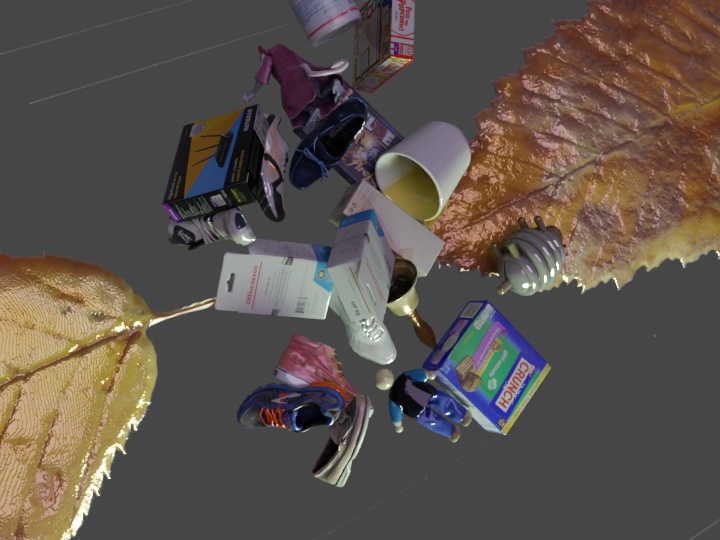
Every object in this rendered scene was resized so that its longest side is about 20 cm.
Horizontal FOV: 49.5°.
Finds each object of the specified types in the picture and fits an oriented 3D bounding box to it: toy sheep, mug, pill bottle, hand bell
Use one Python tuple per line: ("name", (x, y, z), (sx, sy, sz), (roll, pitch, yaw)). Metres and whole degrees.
("toy sheep", (0.329, -0.021, 1.536), (0.199, 0.138, 0.139), (-39, 99, -22))
("mug", (0.122, -0.189, 1.460), (0.149, 0.187, 0.153), (40, 59, 4))
("pill bottle", (-0.090, -0.524, 1.427), (0.108, 0.109, 0.202), (-31, 96, -19))
("hand bell", (0.096, 0.082, 1.454), (0.104, 0.104, 0.201), (-48, 132, -16))

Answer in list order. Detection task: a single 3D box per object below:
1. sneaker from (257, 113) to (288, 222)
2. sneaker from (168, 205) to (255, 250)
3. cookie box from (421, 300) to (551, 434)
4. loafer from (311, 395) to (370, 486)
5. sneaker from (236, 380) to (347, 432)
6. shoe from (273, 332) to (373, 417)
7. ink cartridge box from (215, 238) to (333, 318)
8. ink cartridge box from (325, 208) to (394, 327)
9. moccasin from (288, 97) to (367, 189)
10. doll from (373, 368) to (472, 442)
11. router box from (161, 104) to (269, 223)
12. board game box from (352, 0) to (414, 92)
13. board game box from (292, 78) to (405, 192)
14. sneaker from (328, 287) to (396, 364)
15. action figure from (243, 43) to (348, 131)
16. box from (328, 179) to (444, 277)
("sneaker", (-0.157, -0.188, 1.399), (0.079, 0.074, 0.203), (-13, 91, -22))
("sneaker", (-0.256, -0.068, 1.299), (0.129, 0.199, 0.080), (-30, 124, -8))
("cookie box", (0.246, 0.187, 1.513), (0.200, 0.075, 0.172), (44, 73, -17))
("loafer", (-0.035, 0.300, 1.372), (0.062, 0.072, 0.202), (12, 120, -10))
("sneaker", (-0.123, 0.240, 1.343), (0.197, 0.079, 0.076), (-13, 114, 13))
("shoe", (-0.052, 0.189, 1.411), (0.198, 0.071, 0.092), (26, 84, -12))
("ink cartridge box", (-0.150, 0.012, 1.358), (0.197, 0.067, 0.117), (6, 117, -19))
("ink cartridge box", (0.000, 0.000, 1.322), (0.066, 0.201, 0.117), (-14, 121, 19))
("moccasin", (-0.064, -0.222, 1.389), (0.080, 0.068, 0.201), (28, 115, -24))
("doll", (0.109, 0.250, 1.474), (0.199, 0.049, 0.137), (34, 100, -11))
("router box", (-0.235, -0.178, 1.289), (0.147, 0.202, 0.051), (-13, 136, 15))
("board game box", (0.039, -0.427, 1.419), (0.046, 0.200, 0.154), (4, 86, -20))
("board game box", (-0.011, -0.248, 1.476), (0.200, 0.035, 0.136), (41, 74, -13))
("sneaker", (0.002, 0.092, 1.430), (0.074, 0.087, 0.201), (-40, 101, -17))
("action figure", (-0.127, -0.347, 1.380), (0.133, 0.150, 0.200), (-27, 63, -28))
("box", (0.049, -0.074, 1.455), (0.199, 0.095, 0.078), (36, 74, -13))
